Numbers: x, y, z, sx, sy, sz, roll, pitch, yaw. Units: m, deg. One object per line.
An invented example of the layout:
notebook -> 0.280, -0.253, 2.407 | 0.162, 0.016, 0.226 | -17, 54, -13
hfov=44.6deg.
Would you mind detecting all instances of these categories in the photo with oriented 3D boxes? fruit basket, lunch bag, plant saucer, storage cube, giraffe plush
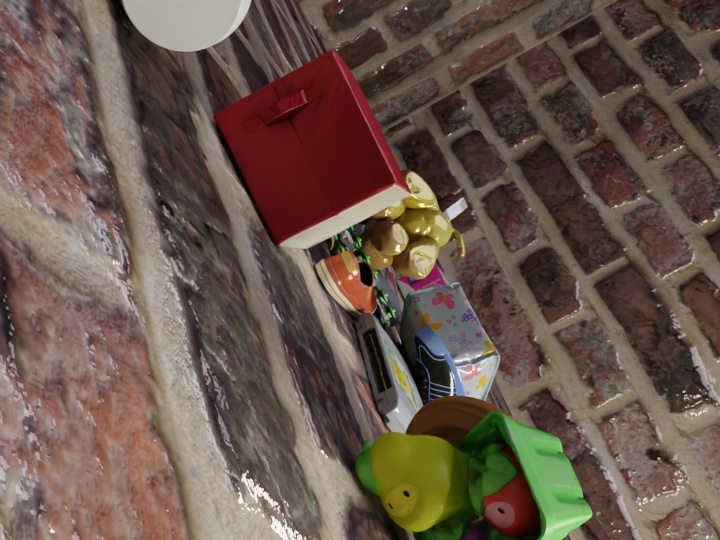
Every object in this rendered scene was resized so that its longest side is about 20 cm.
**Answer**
fruit basket -> 0.097, 0.238, 0.895 | 0.216, 0.215, 0.156 | 51, 16, -52
lunch bag -> 0.136, 0.151, 1.478 | 0.200, 0.127, 0.170 | 96, -24, -50
plant saucer -> 0.130, 0.244, 1.032 | 0.037, 0.200, 0.201 | -29, 92, -48
storage cube -> -0.055, -0.144, 1.121 | 0.180, 0.170, 0.200 | 64, 8, 3
giraffe plush -> 0.056, -0.062, 1.431 | 0.200, 0.162, 0.173 | -14, 86, -43

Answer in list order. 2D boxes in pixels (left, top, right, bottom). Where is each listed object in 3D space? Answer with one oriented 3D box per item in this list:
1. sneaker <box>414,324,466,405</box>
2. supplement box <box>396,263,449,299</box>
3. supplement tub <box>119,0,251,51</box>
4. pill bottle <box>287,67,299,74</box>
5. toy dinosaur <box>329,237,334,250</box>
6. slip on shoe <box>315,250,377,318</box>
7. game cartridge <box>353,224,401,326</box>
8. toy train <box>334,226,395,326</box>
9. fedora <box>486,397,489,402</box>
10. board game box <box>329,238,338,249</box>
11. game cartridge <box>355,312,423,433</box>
sneaker -> 0.110, 0.182, 1.314 | 0.201, 0.078, 0.070 | 67, -11, -16
supplement box -> 0.173, 0.096, 1.960 | 0.201, 0.101, 0.103 | 65, 10, 24
supplement tub -> -0.191, -0.329, 0.966 | 0.145, 0.144, 0.200 | 57, 9, -29
pill bottle -> -0.076, -0.299, 1.686 | 0.200, 0.108, 0.109 | 48, 17, -59
toy dinosaur -> -0.065, -0.095, 1.284 | 0.200, 0.058, 0.101 | 57, 9, -31
slip on shoe -> -0.005, 0.020, 1.273 | 0.074, 0.061, 0.200 | 64, 7, 22
game cartridge -> 0.022, -0.008, 1.555 | 0.133, 0.041, 0.200 | 52, 18, -32
toy train -> 0.000, 0.000, 1.395 | 0.201, 0.042, 0.056 | 64, -7, -17
fedora -> 0.186, 0.228, 1.658 | 0.200, 0.090, 0.177 | 63, 7, -45
board game box -> -0.073, -0.144, 1.431 | 0.200, 0.035, 0.126 | 57, 16, -30
game cartridge -> 0.049, 0.164, 1.233 | 0.200, 0.040, 0.134 | -107, 170, -52
